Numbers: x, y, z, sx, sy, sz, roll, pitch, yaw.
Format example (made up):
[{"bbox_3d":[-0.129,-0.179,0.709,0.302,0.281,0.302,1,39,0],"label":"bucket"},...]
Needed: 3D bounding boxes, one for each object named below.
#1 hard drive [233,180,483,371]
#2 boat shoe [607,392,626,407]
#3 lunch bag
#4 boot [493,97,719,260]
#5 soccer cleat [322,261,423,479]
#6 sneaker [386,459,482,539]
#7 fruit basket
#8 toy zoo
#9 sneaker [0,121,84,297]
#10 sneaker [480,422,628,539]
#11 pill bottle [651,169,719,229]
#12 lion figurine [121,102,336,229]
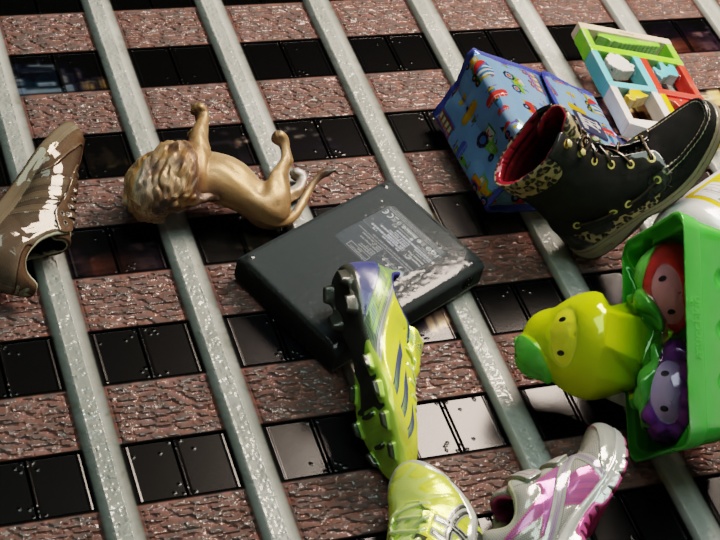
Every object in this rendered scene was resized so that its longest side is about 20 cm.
[{"bbox_3d":[0.000,0.000,1.558,0.199,0.033,0.139,-29,60,-36],"label":"hard drive"},{"bbox_3d":[0.308,0.090,1.541,0.197,0.057,0.069,6,45,-11],"label":"boat shoe"},{"bbox_3d":[0.198,-0.132,1.722,0.198,0.094,0.151,6,42,-33],"label":"lunch bag"},{"bbox_3d":[0.235,-0.111,1.586,0.150,0.200,0.074,30,29,-35],"label":"boot"},{"bbox_3d":[0.027,0.082,1.440,0.083,0.065,0.202,0,62,-30],"label":"soccer cleat"},{"bbox_3d":[0.052,0.226,1.305,0.075,0.076,0.201,-29,43,17],"label":"sneaker"},{"bbox_3d":[0.242,0.061,1.453,0.213,0.155,0.219,3,77,-13],"label":"fruit basket"},{"bbox_3d":[0.320,-0.192,1.831,0.130,0.021,0.201,5,45,-27],"label":"toy zoo"},{"bbox_3d":[-0.289,-0.051,1.515,0.075,0.070,0.201,35,48,-8],"label":"sneaker"},{"bbox_3d":[0.157,0.190,1.382,0.088,0.082,0.200,29,45,10],"label":"sneaker"},{"bbox_3d":[0.352,-0.032,1.636,0.111,0.112,0.199,41,49,23],"label":"pill bottle"},{"bbox_3d":[-0.122,-0.081,1.577,0.198,0.073,0.124,14,51,-9],"label":"lion figurine"}]
